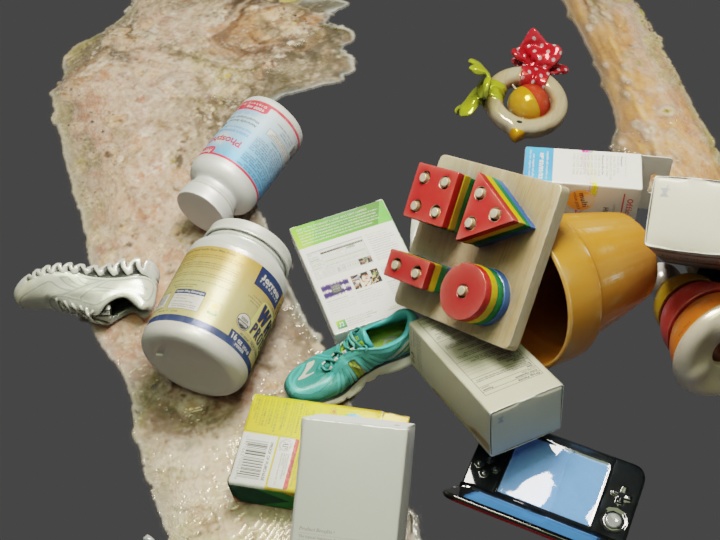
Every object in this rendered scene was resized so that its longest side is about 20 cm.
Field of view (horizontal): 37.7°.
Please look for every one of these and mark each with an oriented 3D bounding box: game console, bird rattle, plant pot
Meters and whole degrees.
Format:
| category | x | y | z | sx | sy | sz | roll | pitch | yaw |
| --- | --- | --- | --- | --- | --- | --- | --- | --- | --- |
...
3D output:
| category | x | y | z | sx | sy | sz | roll | pitch | yaw |
| --- | --- | --- | --- | --- | --- | --- | --- | --- | --- |
| game console | 0.215 | 0.243 | 1.204 | 0.200 | 0.119 | 0.172 | 19 | 57 | 17 |
| bird rattle | 0.249 | -0.271 | 1.631 | 0.200 | 0.113 | 0.163 | -20 | 64 | -26 |
| plant pot | 0.270 | 0.006 | 1.348 | 0.183 | 0.200 | 0.200 | -16 | 52 | -27 |

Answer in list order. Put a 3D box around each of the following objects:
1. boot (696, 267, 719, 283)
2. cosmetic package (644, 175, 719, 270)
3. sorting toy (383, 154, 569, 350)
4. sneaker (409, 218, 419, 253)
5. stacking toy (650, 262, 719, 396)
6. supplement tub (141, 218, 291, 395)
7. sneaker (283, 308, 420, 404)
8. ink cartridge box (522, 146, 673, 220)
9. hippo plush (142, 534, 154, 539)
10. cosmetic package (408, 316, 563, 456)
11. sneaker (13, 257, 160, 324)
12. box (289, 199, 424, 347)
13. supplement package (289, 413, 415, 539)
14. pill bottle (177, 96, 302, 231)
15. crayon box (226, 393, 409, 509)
| category | x | y | z | sx | sy | sz | roll | pitch | yaw |
| --- | --- | --- | --- | --- | --- | --- | --- | --- | --- |
| boot | 0.560 | 0.012 | 1.381 | 0.198 | 0.073 | 0.162 | -34 | 55 | -12 |
| cosmetic package | 0.417 | -0.054 | 1.298 | 0.103 | 0.200 | 0.087 | 9 | 88 | 24 |
| sorting toy | 0.125 | -0.031 | 1.268 | 0.199 | 0.070 | 0.200 | 22 | 95 | 46 |
| sneaker | 0.147 | -0.056 | 1.442 | 0.146 | 0.081 | 0.200 | 8 | 35 | 8 |
| stacking toy | 0.425 | 0.049 | 1.347 | 0.146 | 0.146 | 0.200 | -16 | 38 | -8 |
| supplement tub | -0.181 | 0.045 | 1.370 | 0.144 | 0.144 | 0.200 | 14 | 55 | 14 |
| sneaker | -0.011 | 0.106 | 1.351 | 0.200 | 0.080 | 0.078 | -28 | 56 | -15 |
| ink cartridge box | 0.323 | -0.103 | 1.460 | 0.200 | 0.115 | 0.068 | 4 | 54 | 8 |
| hippo plush | -0.227 | 0.391 | 1.138 | 0.200 | 0.160 | 0.161 | 10 | 22 | -6 |
| cosmetic package | 0.149 | 0.126 | 1.289 | 0.105 | 0.071 | 0.200 | -17 | 36 | -17 |
| sneaker | -0.375 | 0.035 | 1.443 | 0.200 | 0.075 | 0.081 | -6 | 61 | 0 |
| box | 0.000 | 0.000 | 1.459 | 0.144 | 0.036 | 0.200 | -18 | 55 | -9 |
| supplement package | -0.008 | 0.263 | 1.157 | 0.117 | 0.117 | 0.200 | 5 | 85 | 9 |
| pill bottle | -0.178 | -0.153 | 1.542 | 0.109 | 0.109 | 0.200 | 22 | 57 | 20 |
| crayon box | -0.047 | 0.227 | 1.279 | 0.200 | 0.051 | 0.127 | 7 | 54 | 11 |
